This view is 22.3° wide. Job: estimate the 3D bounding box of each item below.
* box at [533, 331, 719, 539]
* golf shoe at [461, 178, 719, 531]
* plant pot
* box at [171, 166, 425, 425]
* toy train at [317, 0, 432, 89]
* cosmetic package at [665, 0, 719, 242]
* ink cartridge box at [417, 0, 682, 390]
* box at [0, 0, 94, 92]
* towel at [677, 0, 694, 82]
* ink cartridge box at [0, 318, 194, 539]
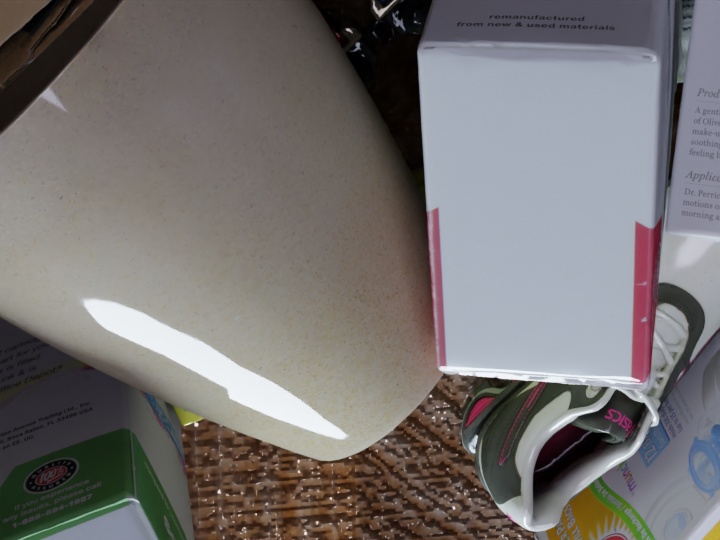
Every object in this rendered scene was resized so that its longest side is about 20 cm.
[{"bbox_3d":[0.191,0.109,0.889,0.101,0.113,0.200,32,108,-21],"label":"box"},{"bbox_3d":[0.131,0.040,0.861,0.077,0.088,0.201,32,106,-19],"label":"golf shoe"},{"bbox_3d":[-0.057,-0.023,0.711,0.187,0.188,0.200,-41,113,12],"label":"plant pot"},{"bbox_3d":[0.000,0.000,0.829,0.198,0.075,0.050,-22,115,3],"label":"box"},{"bbox_3d":[-0.020,-0.092,0.805,0.200,0.034,0.046,-43,104,12],"label":"toy train"},{"bbox_3d":[0.185,-0.105,0.688,0.107,0.085,0.202,10,93,23],"label":"cosmetic package"},{"bbox_3d":[0.079,-0.076,0.704,0.082,0.201,0.146,3,128,11],"label":"ink cartridge box"},{"bbox_3d":[-0.186,-0.128,0.674,0.163,0.201,0.021,-39,150,19],"label":"box"},{"bbox_3d":[0.181,-0.163,0.787,0.198,0.035,0.194,-4,123,-6],"label":"towel"},{"bbox_3d":[-0.151,0.092,0.780,0.144,0.201,0.085,-21,120,2],"label":"ink cartridge box"}]
